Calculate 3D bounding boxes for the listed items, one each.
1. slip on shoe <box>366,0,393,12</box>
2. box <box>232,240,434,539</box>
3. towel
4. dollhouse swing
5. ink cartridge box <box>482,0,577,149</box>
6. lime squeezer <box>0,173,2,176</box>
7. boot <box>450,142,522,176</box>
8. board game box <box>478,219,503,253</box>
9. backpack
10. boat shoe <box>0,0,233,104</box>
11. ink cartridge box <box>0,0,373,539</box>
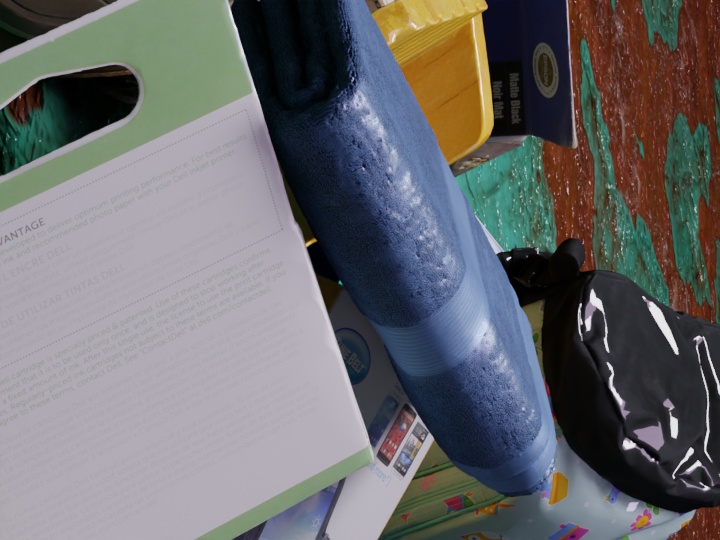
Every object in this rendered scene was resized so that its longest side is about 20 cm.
[{"bbox_3d":[-0.019,-0.097,1.292,0.200,0.076,0.061,68,37,-49],"label":"slip on shoe"},{"bbox_3d":[-0.034,0.089,1.054,0.201,0.041,0.119,-58,147,-10],"label":"box"},{"bbox_3d":[0.014,-0.012,1.005,0.112,0.048,0.201,-101,165,-53],"label":"towel"},{"bbox_3d":[0.000,0.000,1.169,0.177,0.181,0.200,61,19,1],"label":"dollhouse swing"},{"bbox_3d":[0.043,-0.168,1.344,0.200,0.040,0.201,-149,-128,-66],"label":"ink cartridge box"},{"bbox_3d":[-0.107,0.039,1.039,0.070,0.038,0.201,-27,112,-38],"label":"lime squeezer"},{"bbox_3d":[0.045,-0.150,1.524,0.186,0.064,0.201,-8,95,-70],"label":"boot"},{"bbox_3d":[0.069,0.090,1.515,0.200,0.041,0.201,48,39,-60],"label":"board game box"},{"bbox_3d":[0.071,0.083,1.287,0.167,0.199,0.127,32,47,-40],"label":"backpack"},{"bbox_3d":[-0.083,-0.096,1.081,0.200,0.072,0.068,-22,144,-54],"label":"boat shoe"},{"bbox_3d":[-0.089,0.009,0.925,0.048,0.145,0.201,30,-38,59],"label":"ink cartridge box"}]
